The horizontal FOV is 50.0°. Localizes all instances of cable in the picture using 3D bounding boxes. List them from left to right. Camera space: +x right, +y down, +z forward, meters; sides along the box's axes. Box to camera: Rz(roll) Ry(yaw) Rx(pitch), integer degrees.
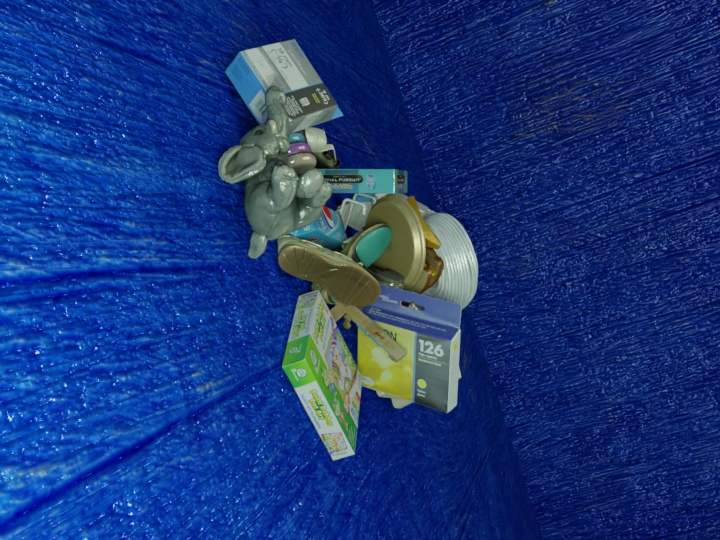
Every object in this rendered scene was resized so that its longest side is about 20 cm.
[{"bbox_3d":[0.150,-0.010,1.522,0.200,0.069,0.202,-6,-83,62],"label":"cable"}]

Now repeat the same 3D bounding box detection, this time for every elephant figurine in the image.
[{"bbox_3d":[-0.143,-0.154,1.169,0.200,0.154,0.142,51,-33,25],"label":"elephant figurine"}]

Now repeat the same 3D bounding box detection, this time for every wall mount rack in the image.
[{"bbox_3d":[-0.023,-0.073,1.638,0.200,0.074,0.175,-47,154,-73],"label":"wall mount rack"}]

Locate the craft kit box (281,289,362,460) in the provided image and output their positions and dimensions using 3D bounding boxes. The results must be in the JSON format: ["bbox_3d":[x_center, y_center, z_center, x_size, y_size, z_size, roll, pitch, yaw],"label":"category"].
[{"bbox_3d":[-0.057,0.166,1.256,0.201,0.048,0.198,-84,150,-60],"label":"craft kit box"}]

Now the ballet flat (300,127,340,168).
[{"bbox_3d":[-0.094,-0.255,1.579,0.200,0.068,0.069,40,35,-65],"label":"ballet flat"}]

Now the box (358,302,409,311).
[{"bbox_3d":[0.053,0.018,1.634,0.096,0.099,0.201,55,36,-26],"label":"box"}]

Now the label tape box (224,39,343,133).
[{"bbox_3d":[-0.114,-0.322,1.341,0.199,0.063,0.145,-30,85,-45],"label":"label tape box"}]

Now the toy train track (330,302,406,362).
[{"bbox_3d":[0.002,0.097,1.388,0.200,0.114,0.033,41,-31,23],"label":"toy train track"}]

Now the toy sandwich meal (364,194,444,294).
[{"bbox_3d":[0.083,-0.049,1.483,0.070,0.205,0.207,-10,79,-34],"label":"toy sandwich meal"}]

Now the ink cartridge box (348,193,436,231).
[{"bbox_3d":[0.076,-0.116,1.757,0.199,0.117,0.068,28,15,2],"label":"ink cartridge box"}]

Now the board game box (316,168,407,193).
[{"bbox_3d":[-0.018,-0.173,1.491,0.151,0.198,0.047,-26,117,-76],"label":"board game box"}]

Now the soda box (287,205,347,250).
[{"bbox_3d":[-0.087,-0.078,1.387,0.200,0.067,0.065,16,57,-73],"label":"soda box"}]

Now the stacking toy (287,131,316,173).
[{"bbox_3d":[-0.148,-0.265,1.371,0.085,0.085,0.202,11,58,-74],"label":"stacking toy"}]

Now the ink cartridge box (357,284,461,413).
[{"bbox_3d":[0.085,0.139,1.401,0.047,0.196,0.202,-31,127,-50],"label":"ink cartridge box"}]

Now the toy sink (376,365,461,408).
[{"bbox_3d":[0.092,0.192,1.608,0.111,0.200,0.131,14,55,-38],"label":"toy sink"}]

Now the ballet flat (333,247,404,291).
[{"bbox_3d":[0.000,0.000,1.477,0.067,0.199,0.047,-20,129,-49],"label":"ballet flat"}]

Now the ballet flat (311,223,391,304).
[{"bbox_3d":[-0.021,-0.021,1.411,0.200,0.070,0.071,-50,130,-28],"label":"ballet flat"}]

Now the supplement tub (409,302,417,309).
[{"bbox_3d":[0.103,0.109,1.778,0.200,0.122,0.123,56,21,-48],"label":"supplement tub"}]

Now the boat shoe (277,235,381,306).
[{"bbox_3d":[-0.050,-0.004,1.300,0.199,0.073,0.063,30,20,-27],"label":"boat shoe"}]
